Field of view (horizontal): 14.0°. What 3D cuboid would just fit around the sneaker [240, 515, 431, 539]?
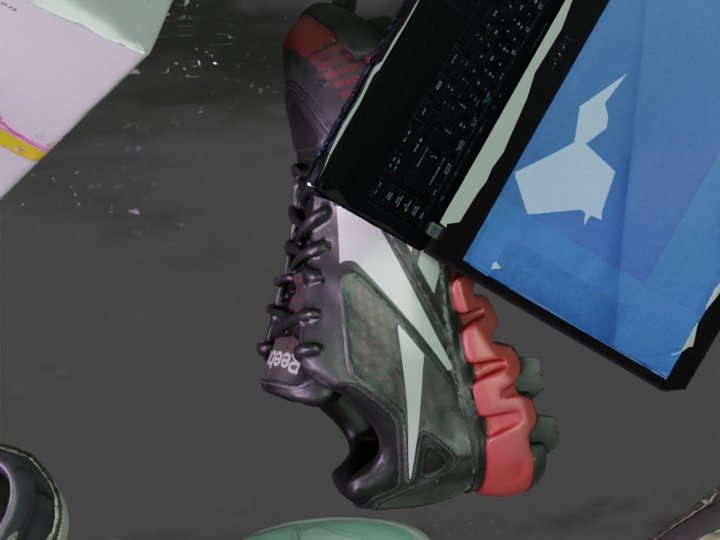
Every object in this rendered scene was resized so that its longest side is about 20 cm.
[{"bbox_3d":[-0.050,0.141,1.061,0.199,0.118,0.074,-15,92,-15],"label":"sneaker"}]

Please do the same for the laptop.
[{"bbox_3d":[0.092,-0.066,1.022,0.103,0.200,0.178,30,91,20],"label":"laptop"}]

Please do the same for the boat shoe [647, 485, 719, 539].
[{"bbox_3d":[0.185,0.094,1.161,0.199,0.057,0.067,-19,130,-10],"label":"boat shoe"}]

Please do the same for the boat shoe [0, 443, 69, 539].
[{"bbox_3d":[-0.195,0.126,1.039,0.199,0.063,0.073,-35,76,-8],"label":"boat shoe"}]

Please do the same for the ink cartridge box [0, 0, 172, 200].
[{"bbox_3d":[-0.138,-0.133,0.984,0.144,0.200,0.148,25,68,-15],"label":"ink cartridge box"}]

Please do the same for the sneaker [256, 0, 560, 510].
[{"bbox_3d":[0.000,0.000,1.098,0.097,0.071,0.202,-20,96,-16],"label":"sneaker"}]

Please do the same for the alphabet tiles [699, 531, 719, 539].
[{"bbox_3d":[0.122,0.191,1.098,0.199,0.015,0.197,-6,107,-42],"label":"alphabet tiles"}]
